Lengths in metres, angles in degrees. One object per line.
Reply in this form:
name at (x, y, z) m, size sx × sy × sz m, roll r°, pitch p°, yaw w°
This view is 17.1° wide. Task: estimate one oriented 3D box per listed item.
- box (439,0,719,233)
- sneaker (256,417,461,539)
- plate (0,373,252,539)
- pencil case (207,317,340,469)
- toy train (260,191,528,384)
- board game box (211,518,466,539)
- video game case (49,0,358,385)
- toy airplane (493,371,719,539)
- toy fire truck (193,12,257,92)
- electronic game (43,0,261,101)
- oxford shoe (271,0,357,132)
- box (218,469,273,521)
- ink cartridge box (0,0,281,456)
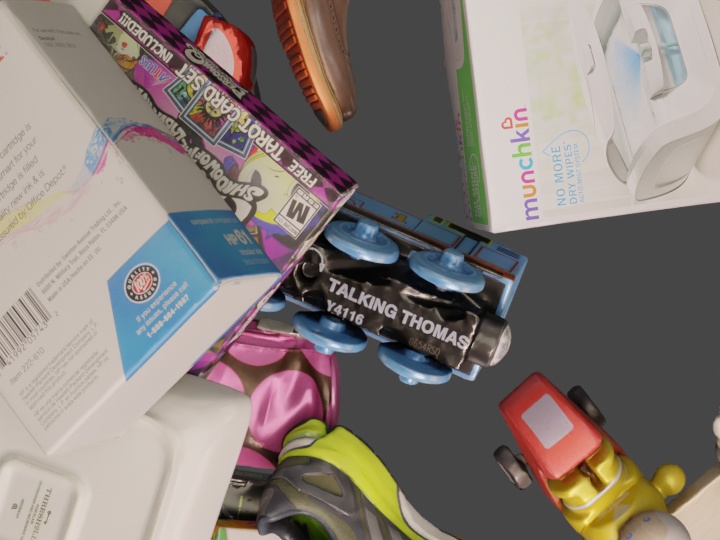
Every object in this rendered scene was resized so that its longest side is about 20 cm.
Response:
box at (0.141, -0.135, 1.441) m, size 0.175 × 0.097 × 0.201 m, roll -7°, pitch 96°, yaw -7°
sneaker at (0.014, 0.182, 1.389) m, size 0.200 × 0.074 × 0.081 m, roll 42°, pitch 48°, yaw -2°
plate at (-0.182, 0.136, 1.347) m, size 0.199 × 0.032 × 0.201 m, roll 18°, pitch 91°, yaw 13°
pencil case at (-0.111, 0.064, 1.436) m, size 0.199 × 0.091 × 0.094 m, roll 4°, pitch 129°, yaw -8°
toy train at (0.000, 0.000, 1.407) m, size 0.199 × 0.114 × 0.087 m, roll 23°, pitch 108°, yaw 7°
board game box at (-0.026, 0.204, 1.448) m, size 0.199 × 0.030 × 0.096 m, roll 8°, pitch 94°, yaw -28°
video game case at (-0.130, -0.044, 1.351) m, size 0.200 × 0.036 × 0.182 m, roll 41°, pitch 112°, yaw 3°
toy airplane at (0.172, 0.170, 1.445) m, size 0.198 × 0.141 × 0.201 m, roll 7°, pitch 94°, yaw -7°
toy fire truck at (-0.145, -0.173, 1.399) m, size 0.199 × 0.049 × 0.142 m, roll 19°, pitch 86°, yaw -2°
electronic game at (-0.158, -0.088, 1.440) m, size 0.198 × 0.042 × 0.202 m, roll 0°, pitch 95°, yaw -5°
oxford shoe at (-0.020, -0.185, 1.433) m, size 0.072 × 0.071 × 0.201 m, roll -12°, pitch 96°, yaw -10°
box at (-0.136, 0.215, 1.466) m, size 0.192 × 0.048 × 0.201 m, roll 7°, pitch 93°, yaw -9°
ink cartridge box at (-0.162, -0.026, 1.282) m, size 0.144 × 0.085 × 0.200 m, roll -44°, pitch 77°, yaw 21°
